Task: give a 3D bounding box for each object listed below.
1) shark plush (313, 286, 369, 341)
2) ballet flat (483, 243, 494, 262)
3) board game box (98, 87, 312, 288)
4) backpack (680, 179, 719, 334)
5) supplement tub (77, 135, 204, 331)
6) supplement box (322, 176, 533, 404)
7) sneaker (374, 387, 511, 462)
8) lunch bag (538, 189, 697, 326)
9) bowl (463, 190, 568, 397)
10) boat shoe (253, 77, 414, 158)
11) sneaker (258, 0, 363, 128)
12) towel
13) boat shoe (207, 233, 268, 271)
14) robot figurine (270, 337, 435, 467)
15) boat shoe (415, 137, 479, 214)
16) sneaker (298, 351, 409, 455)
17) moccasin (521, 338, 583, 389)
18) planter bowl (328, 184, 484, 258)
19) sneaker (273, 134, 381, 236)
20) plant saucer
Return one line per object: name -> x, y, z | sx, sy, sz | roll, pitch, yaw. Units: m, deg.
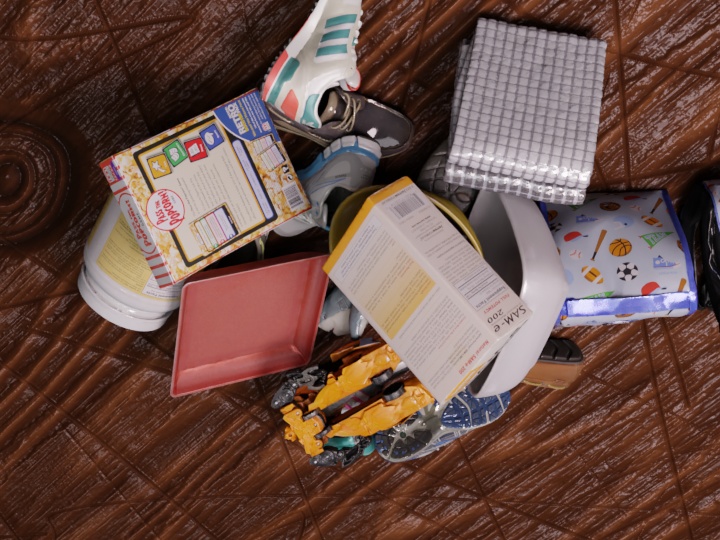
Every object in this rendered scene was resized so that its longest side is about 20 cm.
shark plush -> 0.000, 0.000, 1.470 | 0.083, 0.091, 0.202 | 30, 125, 22
ballet flat -> 0.137, -0.001, 1.468 | 0.070, 0.068, 0.201 | 22, 119, -36
board game box -> -0.168, -0.094, 1.305 | 0.046, 0.199, 0.153 | -12, 105, 57
backpack -> 0.459, -0.018, 1.372 | 0.152, 0.200, 0.193 | -19, 108, 7
supplement tub -> -0.246, -0.043, 1.413 | 0.144, 0.146, 0.201 | 28, 116, -11
supplement box -> 0.067, 0.020, 1.232 | 0.200, 0.073, 0.126 | 49, 135, 12
sneaker -> 0.105, 0.197, 1.554 | 0.197, 0.078, 0.085 | -21, 160, -14
lunch bag -> 0.295, -0.002, 1.375 | 0.167, 0.201, 0.126 | -5, 117, 4
bowl -> 0.167, 0.021, 1.323 | 0.073, 0.202, 0.202 | 6, 129, -14
boat shoe -> -0.033, -0.177, 1.362 | 0.197, 0.073, 0.076 | 12, 90, -3
sneaker -> -0.026, -0.250, 1.305 | 0.093, 0.070, 0.201 | 35, 85, -3
towel -> 0.181, -0.175, 1.306 | 0.163, 0.203, 0.086 | 10, 150, 3
boat shoe -> -0.166, 0.019, 1.488 | 0.071, 0.061, 0.204 | 17, 117, -6
robot figurine -> -0.012, 0.161, 1.470 | 0.198, 0.058, 0.146 | -28, 104, 17
boat shoe -> 0.092, -0.077, 1.420 | 0.075, 0.074, 0.202 | 29, 98, 3
sneaker -> 0.003, 0.178, 1.546 | 0.198, 0.084, 0.122 | -23, 109, 22
moccasin -> 0.186, 0.118, 1.513 | 0.198, 0.074, 0.079 | 6, 126, -19
planter bowl -> 0.069, -0.026, 1.330 | 0.198, 0.084, 0.203 | 18, 130, 23
sneaker -> -0.050, -0.078, 1.388 | 0.074, 0.088, 0.199 | 20, 145, -27
plant saucer -> -0.142, 0.059, 1.457 | 0.197, 0.037, 0.202 | -12, 137, -26
